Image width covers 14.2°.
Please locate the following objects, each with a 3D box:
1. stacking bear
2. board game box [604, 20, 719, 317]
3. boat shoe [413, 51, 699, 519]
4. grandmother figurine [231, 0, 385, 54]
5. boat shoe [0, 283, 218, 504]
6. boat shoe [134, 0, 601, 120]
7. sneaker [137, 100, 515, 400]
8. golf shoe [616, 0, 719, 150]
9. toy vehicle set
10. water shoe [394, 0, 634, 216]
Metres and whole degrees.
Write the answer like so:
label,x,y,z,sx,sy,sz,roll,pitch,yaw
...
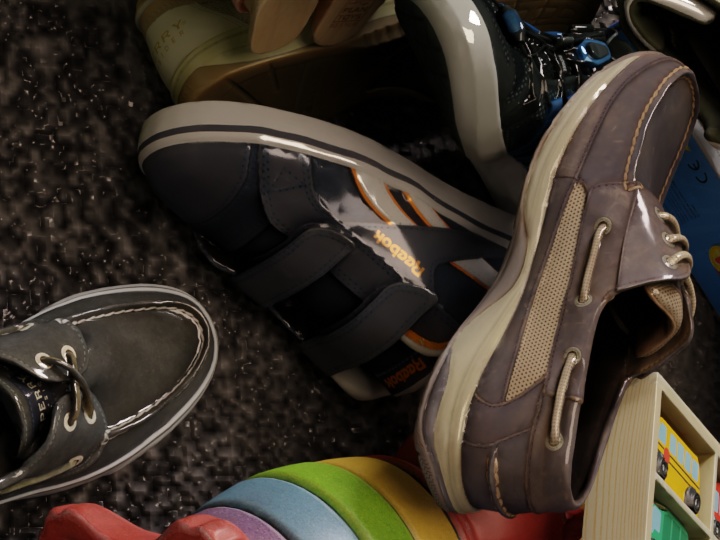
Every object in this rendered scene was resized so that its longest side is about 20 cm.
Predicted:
label,x,y,z,sx,sy,sz,roll,pitch,yaw
stacking bear,-0.002,0.115,1.095,0.199,0.121,0.114,-21,103,-40
board game box,0.218,-0.064,1.289,0.196,0.056,0.200,-35,95,-31
boat shoe,0.091,0.010,1.075,0.201,0.073,0.075,-64,152,-21
grandmother figurine,-0.061,-0.177,1.133,0.121,0.061,0.200,-5,54,-52
boat shoe,-0.130,0.055,1.066,0.199,0.057,0.069,-24,89,-31
boat shoe,0.007,-0.104,1.180,0.200,0.073,0.063,-16,60,-24
sneaker,0.000,0.000,1.140,0.199,0.078,0.080,22,62,-24
golf shoe,0.135,-0.128,1.169,0.097,0.078,0.200,-5,58,-47
toy vehicle set,0.135,0.138,1.137,0.200,0.026,0.125,45,45,-52
water shoe,0.068,-0.079,1.137,0.079,0.200,0.072,-26,71,4
